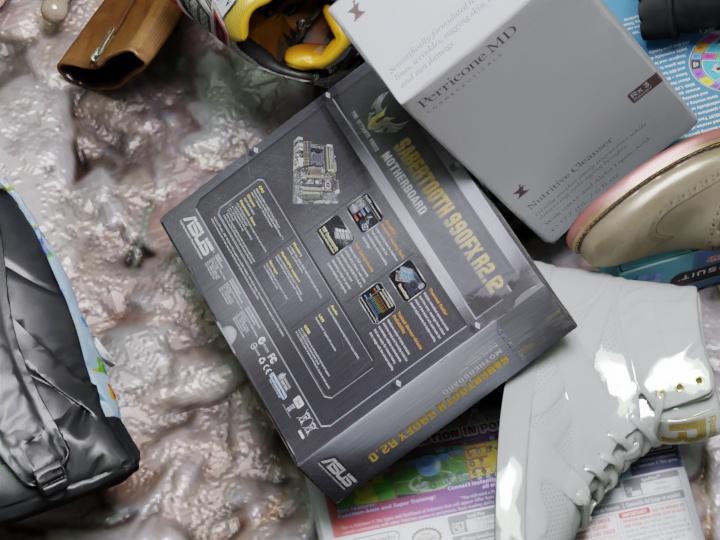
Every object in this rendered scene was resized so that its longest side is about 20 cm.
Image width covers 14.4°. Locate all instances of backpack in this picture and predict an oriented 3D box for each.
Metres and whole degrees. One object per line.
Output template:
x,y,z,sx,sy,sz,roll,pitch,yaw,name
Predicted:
-0.219,0.041,1.505,0.162,0.154,0.201,-20,85,-7,backpack

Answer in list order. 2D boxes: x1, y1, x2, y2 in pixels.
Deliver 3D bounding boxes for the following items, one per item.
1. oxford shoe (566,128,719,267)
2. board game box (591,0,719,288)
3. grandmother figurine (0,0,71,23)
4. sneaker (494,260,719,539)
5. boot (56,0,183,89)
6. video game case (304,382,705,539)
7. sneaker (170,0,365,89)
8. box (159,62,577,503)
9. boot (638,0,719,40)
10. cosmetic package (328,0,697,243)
0.208,-0.035,1.512,0.199,0.071,0.075,-20,69,-8,oxford shoe
0.183,-0.091,1.607,0.150,0.047,0.201,-15,63,-6,board game box
-0.213,-0.186,1.660,0.121,0.061,0.200,37,71,9,grandmother figurine
0.131,0.087,1.475,0.115,0.074,0.201,5,62,8,sneaker
-0.083,-0.199,1.602,0.068,0.188,0.200,44,63,-23,boot
0.073,0.117,1.516,0.199,0.023,0.183,-11,63,-4,video game case
-0.025,-0.129,1.564,0.078,0.200,0.082,-56,50,18,sneaker
0.000,0.000,1.510,0.158,0.048,0.200,-37,51,4,box
0.231,-0.216,1.568,0.162,0.073,0.199,-3,94,9,boot
0.083,-0.107,1.484,0.113,0.200,0.081,-41,59,9,cosmetic package
